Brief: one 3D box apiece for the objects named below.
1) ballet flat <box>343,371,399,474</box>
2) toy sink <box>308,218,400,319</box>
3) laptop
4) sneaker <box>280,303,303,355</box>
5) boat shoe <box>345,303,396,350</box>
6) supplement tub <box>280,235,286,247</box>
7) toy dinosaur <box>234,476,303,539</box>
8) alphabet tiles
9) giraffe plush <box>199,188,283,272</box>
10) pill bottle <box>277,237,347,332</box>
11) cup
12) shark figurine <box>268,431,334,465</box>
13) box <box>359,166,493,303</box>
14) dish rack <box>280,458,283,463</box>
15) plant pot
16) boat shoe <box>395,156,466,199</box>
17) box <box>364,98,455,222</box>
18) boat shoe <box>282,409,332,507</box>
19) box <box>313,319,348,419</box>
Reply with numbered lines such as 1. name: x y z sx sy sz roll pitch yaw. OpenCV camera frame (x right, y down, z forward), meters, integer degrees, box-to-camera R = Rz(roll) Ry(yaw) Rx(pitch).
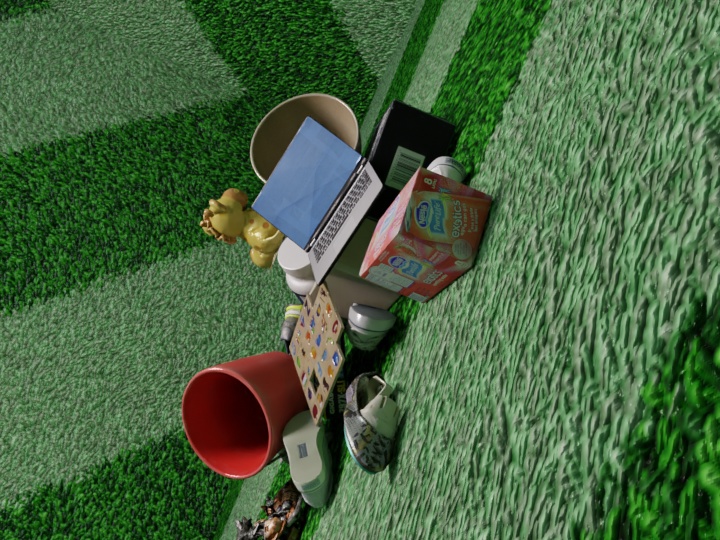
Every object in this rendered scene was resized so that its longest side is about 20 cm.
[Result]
1. ballet flat: 0.016 0.177 1.059 0.200 0.071 0.073 -99 32 -74
2. toy sink: 0.000 0.000 1.442 0.200 0.129 0.113 125 165 -66
3. laptop: -0.073 -0.114 1.345 0.188 0.115 0.200 -56 22 16
4. sneaker: -0.101 0.156 1.611 0.073 0.201 0.081 -1 45 34
5. boat shoe: 0.013 0.091 1.304 0.200 0.073 0.066 2 -79 -87
6. supplement tub: -0.046 -0.065 1.691 0.145 0.198 0.146 -158 90 -83
7. toy dinosaur: -0.148 0.441 1.437 0.136 0.102 0.200 -40 3 41
8. alphabet tiles: -0.069 0.121 1.353 0.201 0.007 0.168 112 147 -40
9. giraffe plush: -0.227 -0.094 1.665 0.201 0.161 0.173 -78 12 -57
10. pill bottle: -0.070 0.020 1.588 0.200 0.115 0.116 58 -141 -44
11. cup: -0.079 -0.194 1.521 0.143 0.199 0.202 58 -133 -60
12. shark figurine: -0.113 0.335 1.544 0.128 0.090 0.214 -36 9 -14
13. box: 0.078 -0.039 1.077 0.200 0.102 0.095 128 162 -70
14. dish rack: -0.119 0.306 1.783 0.200 0.043 0.173 -116 47 -80
15. plant pot: -0.185 0.237 1.485 0.177 0.200 0.202 -27 -33 -57
16. boat shoe: 0.089 -0.091 1.258 0.200 0.073 0.066 120 173 -57
17. box: 0.062 -0.165 1.473 0.198 0.122 0.202 172 119 -82
18. boat shoe: -0.081 0.302 1.354 0.201 0.069 0.072 -104 -3 -65
19. box: -0.056 0.160 1.465 0.200 0.049 0.161 -175 79 -82
